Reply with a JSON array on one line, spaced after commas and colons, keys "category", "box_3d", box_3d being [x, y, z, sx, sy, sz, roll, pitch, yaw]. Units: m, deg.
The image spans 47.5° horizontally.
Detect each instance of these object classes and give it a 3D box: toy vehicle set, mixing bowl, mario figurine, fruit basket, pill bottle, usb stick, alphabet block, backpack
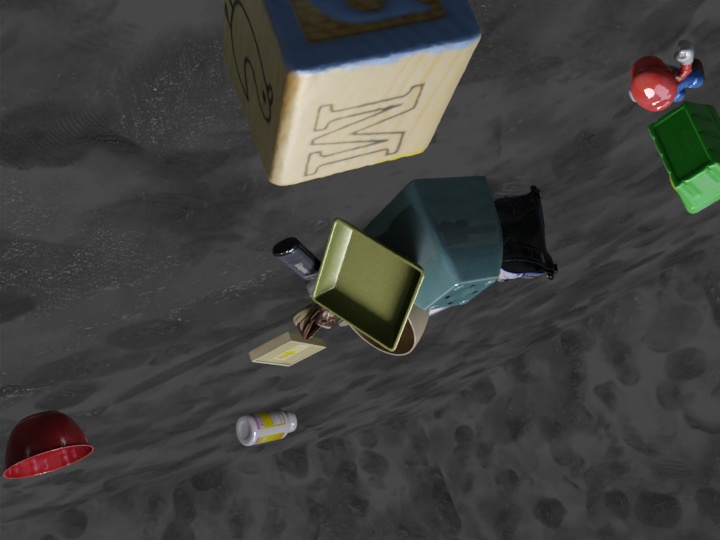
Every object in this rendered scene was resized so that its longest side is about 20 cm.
[{"category": "toy vehicle set", "box_3d": [-0.186, 0.205, 2.114, 0.124, 0.027, 0.200, -28, 161, 17]}, {"category": "mixing bowl", "box_3d": [-0.729, 0.392, 1.888, 0.199, 0.109, 0.200, -19, 162, -7]}, {"category": "mario figurine", "box_3d": [0.507, -0.333, 1.375, 0.199, 0.106, 0.124, -16, 127, -50]}, {"category": "fruit basket", "box_3d": [0.684, -0.217, 1.653, 0.155, 0.217, 0.215, -35, 157, 35]}, {"category": "pill bottle", "box_3d": [-0.308, 0.515, 2.713, 0.199, 0.105, 0.104, -1, 152, -46]}, {"category": "usb stick", "box_3d": [-0.115, -0.019, 1.564, 0.055, 0.033, 0.200, -25, 162, 6]}, {"category": "alphabet block", "box_3d": [-0.021, -0.232, 0.835, 0.195, 0.196, 0.200, -14, 159, -18]}, {"category": "backpack", "box_3d": [0.289, -0.067, 1.677, 0.153, 0.202, 0.190, -19, 168, 42]}]

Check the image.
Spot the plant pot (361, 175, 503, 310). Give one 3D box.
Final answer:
[{"category": "plant pot", "box_3d": [0.154, -0.040, 1.549, 0.195, 0.201, 0.196, -7, 156, -37]}]

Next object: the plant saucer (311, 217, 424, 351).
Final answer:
[{"category": "plant saucer", "box_3d": [0.020, 0.020, 1.526, 0.048, 0.199, 0.201, -37, 153, -49]}]

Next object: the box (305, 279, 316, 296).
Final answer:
[{"category": "box", "box_3d": [0.000, 0.000, 1.747, 0.199, 0.037, 0.144, -5, 154, -40]}]

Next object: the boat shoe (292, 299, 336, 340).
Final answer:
[{"category": "boat shoe", "box_3d": [-0.079, 0.098, 1.867, 0.072, 0.072, 0.200, -1, 152, -47]}]

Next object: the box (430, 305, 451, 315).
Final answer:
[{"category": "box", "box_3d": [0.195, 0.014, 1.830, 0.199, 0.115, 0.132, -22, 165, -35]}]

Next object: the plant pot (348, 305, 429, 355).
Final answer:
[{"category": "plant pot", "box_3d": [0.066, 0.054, 1.669, 0.134, 0.200, 0.200, -45, 176, -32]}]

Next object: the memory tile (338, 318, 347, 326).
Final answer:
[{"category": "memory tile", "box_3d": [0.048, 0.092, 2.084, 0.200, 0.017, 0.153, -35, 158, 31]}]
